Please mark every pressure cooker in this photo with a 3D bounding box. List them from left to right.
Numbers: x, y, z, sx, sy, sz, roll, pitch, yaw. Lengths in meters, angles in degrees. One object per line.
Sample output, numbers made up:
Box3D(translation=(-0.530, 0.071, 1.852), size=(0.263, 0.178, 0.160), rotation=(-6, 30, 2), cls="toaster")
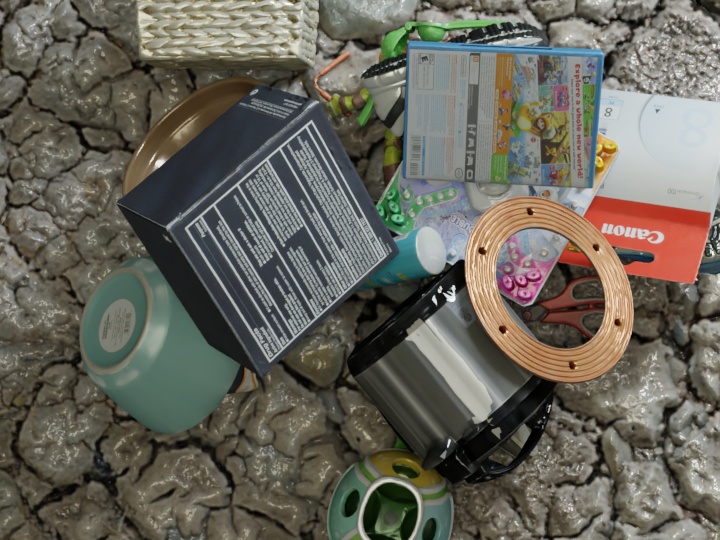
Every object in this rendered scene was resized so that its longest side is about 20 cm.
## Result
Box3D(translation=(0.104, 0.114, 1.580), size=(0.176, 0.179, 0.200), rotation=(-41, 91, 1), cls="pressure cooker")

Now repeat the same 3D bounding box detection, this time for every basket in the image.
Box3D(translation=(-0.142, -0.284, 1.691), size=(0.198, 0.136, 0.125), rotation=(0, 92, 6), cls="basket")

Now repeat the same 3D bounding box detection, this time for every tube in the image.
Box3D(translation=(0.000, 0.000, 1.658), size=(0.199, 0.077, 0.051), rotation=(-16, 67, 40), cls="tube")

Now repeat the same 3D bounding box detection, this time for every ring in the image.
Box3D(translation=(0.188, 0.020, 1.555), size=(0.199, 0.019, 0.202), rotation=(12, 61, -23), cls="ring")

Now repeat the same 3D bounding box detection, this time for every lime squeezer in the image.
Box3D(translation=(0.067, -0.237, 1.659), size=(0.199, 0.038, 0.071), rotation=(-31, 63, 8), cls="lime squeezer")

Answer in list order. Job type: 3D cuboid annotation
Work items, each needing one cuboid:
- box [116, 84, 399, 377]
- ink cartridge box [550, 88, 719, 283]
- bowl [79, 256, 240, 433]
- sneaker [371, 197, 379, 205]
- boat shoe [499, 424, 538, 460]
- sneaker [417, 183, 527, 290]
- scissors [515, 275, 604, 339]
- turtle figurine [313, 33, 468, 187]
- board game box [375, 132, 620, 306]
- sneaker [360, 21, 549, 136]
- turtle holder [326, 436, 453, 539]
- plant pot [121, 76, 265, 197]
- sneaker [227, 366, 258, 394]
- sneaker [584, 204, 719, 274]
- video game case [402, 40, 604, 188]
Box3D(translation=(-0.101, -0.042, 1.543), size=(0.198, 0.123, 0.201), rotation=(-42, 124, -19), cls="box")
Box3D(translation=(0.296, -0.093, 1.634), size=(0.159, 0.047, 0.201), rotation=(10, 63, 23), cls="ink cartridge box")
Box3D(translation=(-0.225, 0.065, 1.663), size=(0.200, 0.105, 0.203), rotation=(-17, 62, 36), cls="bowl")
Box3D(translation=(-0.025, -0.094, 1.718), size=(0.114, 0.076, 0.202), rotation=(-4, 100, 0), cls="sneaker")
Box3D(translation=(0.110, 0.142, 1.708), size=(0.200, 0.067, 0.057), rotation=(46, 110, 8), cls="boat shoe")
Box3D(translation=(0.127, -0.027, 1.693), size=(0.075, 0.076, 0.201), rotation=(30, 91, 7), cls="sneaker")
Box3D(translation=(0.196, 0.041, 1.723), size=(0.198, 0.014, 0.074), rotation=(1, 93, 6), cls="scissors")
Box3D(translation=(0.055, -0.182, 1.707), size=(0.198, 0.064, 0.163), rotation=(-15, 89, 5), cls="turtle figurine")
Box3D(translation=(0.142, -0.096, 1.642), size=(0.199, 0.026, 0.201), rotation=(30, 85, 13), cls="board game box")
Box3D(translation=(0.104, -0.201, 1.623), size=(0.198, 0.074, 0.081), rotation=(-16, 108, 13), cls="sneaker")
Box3D(translation=(0.045, 0.252, 1.672), size=(0.141, 0.132, 0.186), rotation=(42, 82, 9), cls="turtle holder")
Box3D(translation=(-0.154, -0.107, 1.691), size=(0.200, 0.201, 0.093), rotation=(-38, 127, 4), cls="plant pot")
Box3D(translation=(-0.141, 0.039, 1.724), size=(0.078, 0.079, 0.202), rotation=(-10, 69, 47), cls="sneaker")
Box3D(translation=(0.306, -0.029, 1.677), size=(0.198, 0.090, 0.079), rotation=(15, 67, 25), cls="sneaker")
Box3D(translation=(0.144, -0.158, 1.587), size=(0.198, 0.018, 0.145), rotation=(3, 112, 5), cls="video game case")
